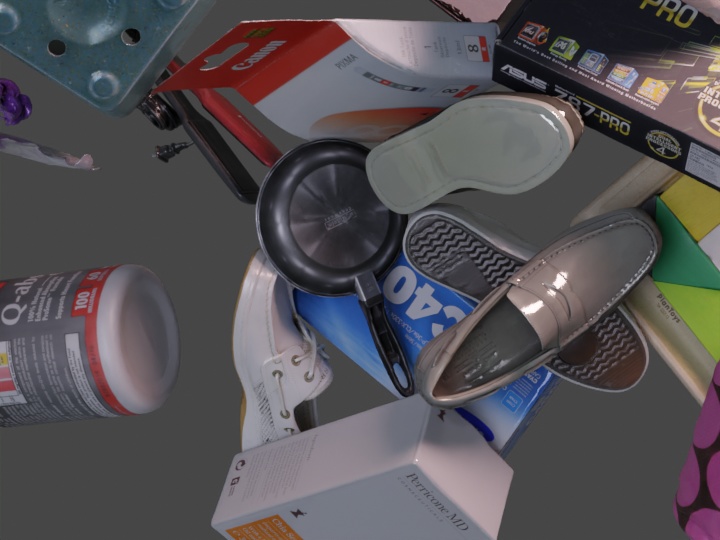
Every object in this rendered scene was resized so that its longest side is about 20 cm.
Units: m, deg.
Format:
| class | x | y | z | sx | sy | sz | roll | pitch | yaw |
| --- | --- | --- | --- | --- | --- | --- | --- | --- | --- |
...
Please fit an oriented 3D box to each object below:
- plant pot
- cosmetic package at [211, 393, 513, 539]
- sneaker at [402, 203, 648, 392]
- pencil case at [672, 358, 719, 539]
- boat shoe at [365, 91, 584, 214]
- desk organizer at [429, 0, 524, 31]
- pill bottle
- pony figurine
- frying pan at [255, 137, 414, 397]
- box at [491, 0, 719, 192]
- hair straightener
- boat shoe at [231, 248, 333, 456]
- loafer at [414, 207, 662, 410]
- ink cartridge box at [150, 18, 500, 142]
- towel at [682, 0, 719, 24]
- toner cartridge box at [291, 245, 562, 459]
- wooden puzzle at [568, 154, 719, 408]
| class | x | y | z | sx | sy | sz | roll | pitch | yaw |
| --- | --- | --- | --- | --- | --- | --- | --- | --- | --- |
| plant pot | -0.186 | -0.222 | 1.615 | 0.195 | 0.200 | 0.196 | 33 | 112 | -19 |
| cosmetic package | 0.000 | 0.166 | 1.690 | 0.200 | 0.071 | 0.101 | -22 | 126 | 36 |
| sneaker | 0.124 | 0.010 | 1.666 | 0.200 | 0.085 | 0.073 | 36 | 104 | -3 |
| pencil case | 0.283 | 0.099 | 1.584 | 0.091 | 0.093 | 0.201 | 40 | 127 | 34 |
| boat shoe | 0.085 | -0.088 | 1.587 | 0.201 | 0.060 | 0.072 | -14 | 104 | 52 |
| desk organizer | 0.045 | -0.252 | 1.659 | 0.200 | 0.072 | 0.077 | 39 | 107 | 13 |
| pill bottle | -0.251 | 0.062 | 1.799 | 0.199 | 0.116 | 0.116 | -7 | 94 | 23 |
| pony figurine | -0.315 | -0.119 | 1.800 | 0.193 | 0.166 | 0.201 | 10 | 107 | 54 |
| frying pan | -0.017 | -0.001 | 1.662 | 0.114 | 0.031 | 0.191 | -2 | 88 | -16 |
| box | 0.213 | -0.153 | 1.564 | 0.200 | 0.161 | 0.049 | 28 | 150 | 17 |
| hair straightener | -0.145 | -0.119 | 1.771 | 0.200 | 0.041 | 0.077 | 43 | 110 | 12 |
| boat shoe | -0.052 | 0.070 | 1.721 | 0.069 | 0.071 | 0.201 | 10 | 131 | 16 |
| loafer | 0.124 | 0.030 | 1.588 | 0.200 | 0.070 | 0.070 | -39 | 98 | 7 |
| ink cartridge box | -0.022 | -0.129 | 1.604 | 0.162 | 0.199 | 0.050 | -26 | 72 | 59 |
| towel | 0.195 | -0.276 | 1.501 | 0.032 | 0.200 | 0.192 | -12 | 63 | 45 |
| toner cartridge box | 0.049 | 0.046 | 1.712 | 0.200 | 0.043 | 0.095 | 39 | 112 | 13 |
| wooden puzzle | 0.268 | -0.020 | 1.615 | 0.200 | 0.037 | 0.185 | -41 | 81 | 22 |
